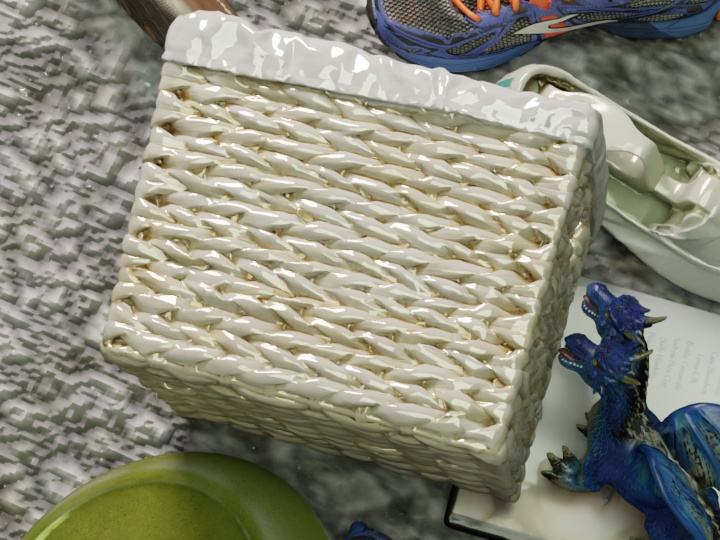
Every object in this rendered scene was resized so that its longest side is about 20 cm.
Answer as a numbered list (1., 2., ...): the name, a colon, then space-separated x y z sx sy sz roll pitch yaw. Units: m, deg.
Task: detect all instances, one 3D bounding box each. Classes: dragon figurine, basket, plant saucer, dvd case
1. dragon figurine: 0.151 0.099 0.908 0.059 0.099 0.200 -40 89 -29
2. basket: 0.000 0.000 0.898 0.199 0.198 0.161 15 80 10
3. plant saucer: -0.105 0.169 0.900 0.199 0.031 0.201 -13 55 20
4. dvd case: 0.155 0.088 0.979 0.199 0.018 0.143 16 77 2

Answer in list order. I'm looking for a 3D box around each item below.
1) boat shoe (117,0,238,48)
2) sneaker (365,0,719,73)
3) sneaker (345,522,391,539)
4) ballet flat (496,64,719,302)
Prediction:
1. boat shoe: -0.113 -0.185 1.006 0.072 0.076 0.200 -40 83 -11
2. sneaker: 0.100 -0.155 1.000 0.199 0.078 0.076 -11 78 -4
3. sneaker: 0.019 0.157 0.928 0.199 0.075 0.079 -8 75 -4
4. ballet flat: 0.152 -0.042 0.984 0.200 0.069 0.070 32 79 5
